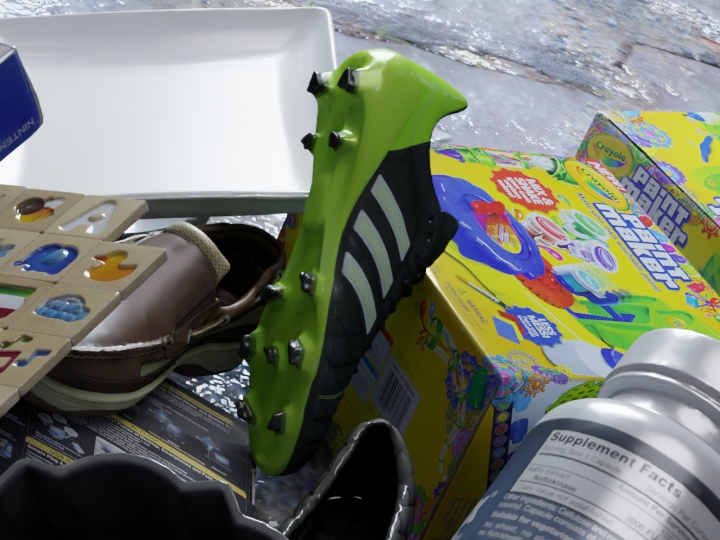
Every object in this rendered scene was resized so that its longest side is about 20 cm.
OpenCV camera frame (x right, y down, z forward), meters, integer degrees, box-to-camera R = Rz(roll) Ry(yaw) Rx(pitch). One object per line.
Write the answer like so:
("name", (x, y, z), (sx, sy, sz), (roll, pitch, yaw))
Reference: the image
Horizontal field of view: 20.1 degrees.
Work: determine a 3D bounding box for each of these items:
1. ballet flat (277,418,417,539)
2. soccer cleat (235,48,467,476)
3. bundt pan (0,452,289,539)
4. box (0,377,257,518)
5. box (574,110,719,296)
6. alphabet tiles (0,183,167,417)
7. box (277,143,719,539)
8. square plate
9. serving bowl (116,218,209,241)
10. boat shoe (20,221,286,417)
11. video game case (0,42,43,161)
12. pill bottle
("ballet flat", (-0.016, 0.119, 0.836), (0.066, 0.057, 0.200), (7, 18, 6))
("soccer cleat", (0.000, 0.000, 0.931), (0.081, 0.202, 0.067), (15, -1, -31))
("bundt pan", (-0.097, 0.170, 0.701), (0.200, 0.076, 0.203), (-5, 56, 7))
("box", (-0.136, 0.080, 0.869), (0.199, 0.049, 0.162), (31, 26, -19))
("box", (0.245, 0.005, 1.254), (0.191, 0.123, 0.200), (-2, 39, -39))
("alphabet tiles", (-0.178, 0.019, 0.810), (0.165, 0.006, 0.200), (6, 35, 31))
("box", (0.078, 0.041, 1.055), (0.191, 0.123, 0.200), (3, 35, -35))
("square plate", (-0.105, -0.078, 1.039), (0.196, 0.029, 0.201), (-3, 34, -5))
("serving bowl", (-0.176, -0.052, 1.089), (0.198, 0.066, 0.201), (18, 29, -10))
("boat shoe", (-0.096, 0.008, 0.909), (0.075, 0.075, 0.202), (42, 20, 12))
("video game case", (-0.264, -0.040, 0.858), (0.180, 0.046, 0.200), (19, 51, 37))
("pill bottle", (0.104, 0.126, 0.867), (0.119, 0.120, 0.200), (32, 61, 15))
